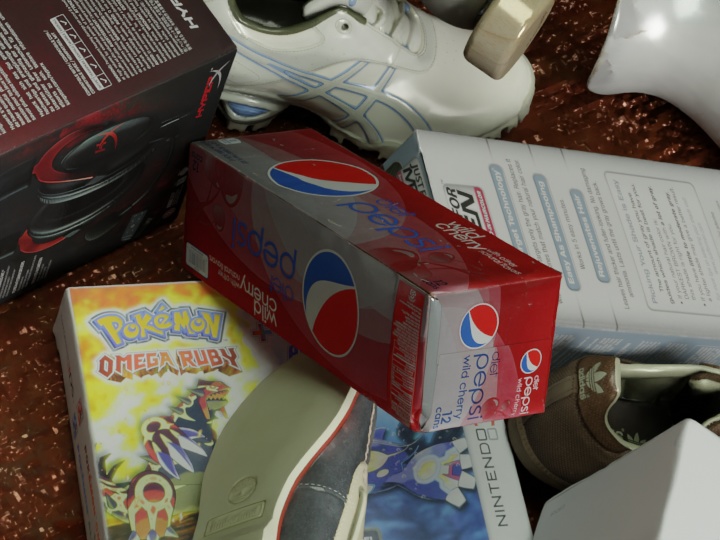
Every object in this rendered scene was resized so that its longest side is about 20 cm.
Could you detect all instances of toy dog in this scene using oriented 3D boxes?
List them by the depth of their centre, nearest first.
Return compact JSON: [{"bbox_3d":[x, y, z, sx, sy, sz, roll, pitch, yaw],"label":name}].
[{"bbox_3d":[0.071,-0.166,1.141,0.131,0.097,0.200,34,18,-14],"label":"toy dog"}]

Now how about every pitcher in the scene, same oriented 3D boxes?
[{"bbox_3d":[0.241,-0.104,1.214,0.199,0.122,0.172,29,40,14],"label":"pitcher"}]

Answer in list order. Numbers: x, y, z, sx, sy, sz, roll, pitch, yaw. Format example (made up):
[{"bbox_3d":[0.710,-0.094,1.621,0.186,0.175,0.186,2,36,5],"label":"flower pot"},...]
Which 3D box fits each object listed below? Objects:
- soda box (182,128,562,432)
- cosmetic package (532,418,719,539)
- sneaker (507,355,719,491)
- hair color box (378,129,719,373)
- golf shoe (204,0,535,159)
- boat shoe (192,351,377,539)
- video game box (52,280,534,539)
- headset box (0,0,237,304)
[{"bbox_3d":[0.000,0.000,1.005,0.070,0.064,0.200,-7,25,-32],"label":"soda box"},{"bbox_3d":[0.159,0.208,0.970,0.199,0.123,0.200,31,55,-14],"label":"cosmetic package"},{"bbox_3d":[0.168,0.084,1.078,0.199,0.076,0.071,11,61,-26],"label":"sneaker"},{"bbox_3d":[0.101,0.000,1.100,0.199,0.061,0.100,6,57,-35],"label":"hair color box"},{"bbox_3d":[0.001,-0.111,1.148,0.198,0.097,0.079,4,57,-16],"label":"golf shoe"},{"bbox_3d":[-0.029,0.108,0.975,0.063,0.071,0.201,51,36,-25],"label":"boat shoe"},{"bbox_3d":[-0.027,0.090,1.052,0.198,0.047,0.183,-3,59,-19],"label":"video game box"},{"bbox_3d":[-0.167,-0.047,1.028,0.199,0.149,0.075,-27,71,-29],"label":"headset box"}]
